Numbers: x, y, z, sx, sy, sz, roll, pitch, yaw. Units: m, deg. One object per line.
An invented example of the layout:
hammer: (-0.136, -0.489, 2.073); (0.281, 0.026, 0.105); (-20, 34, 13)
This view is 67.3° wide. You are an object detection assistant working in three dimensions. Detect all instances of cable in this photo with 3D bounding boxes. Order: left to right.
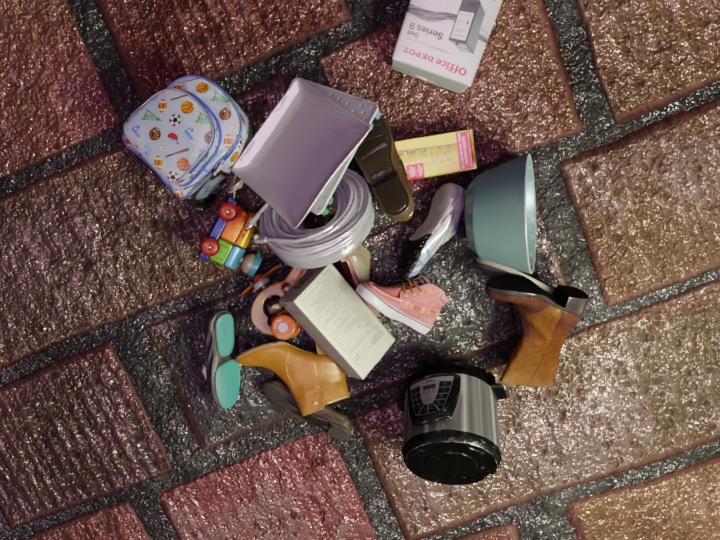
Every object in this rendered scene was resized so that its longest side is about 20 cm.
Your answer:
cable: (-0.074, -0.093, 0.934); (0.199, 0.069, 0.200); (19, 64, 28)

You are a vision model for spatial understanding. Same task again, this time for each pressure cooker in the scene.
pressure cooker: (0.162, 0.264, 0.988); (0.175, 0.200, 0.179); (18, 135, -7)

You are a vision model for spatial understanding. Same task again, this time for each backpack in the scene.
backpack: (-0.291, -0.236, 0.934); (0.190, 0.154, 0.200); (-44, 94, -1)

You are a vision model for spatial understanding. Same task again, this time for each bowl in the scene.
bowl: (0.241, -0.094, 0.929); (0.105, 0.201, 0.202); (-2, 101, 21)

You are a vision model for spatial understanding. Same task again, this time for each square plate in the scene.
square plate: (-0.099, -0.195, 0.889); (0.198, 0.028, 0.200); (42, 98, 31)

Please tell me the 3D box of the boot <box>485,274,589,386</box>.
boot: (0.287, 0.112, 0.969); (0.188, 0.069, 0.201); (7, 117, -15)

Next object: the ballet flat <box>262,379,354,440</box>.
ballet flat: (-0.101, 0.270, 1.074); (0.200, 0.046, 0.067); (28, 132, 2)

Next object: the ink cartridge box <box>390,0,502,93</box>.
ink cartridge box: (0.150, -0.422, 0.909); (0.145, 0.084, 0.201); (18, 101, -1)

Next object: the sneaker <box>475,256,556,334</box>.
sneaker: (0.287, 0.055, 1.000); (0.200, 0.075, 0.106); (27, 101, -4)

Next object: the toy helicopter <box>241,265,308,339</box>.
toy helicopter: (-0.141, 0.025, 1.023); (0.132, 0.079, 0.200); (31, 90, 5)

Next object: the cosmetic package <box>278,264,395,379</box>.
cosmetic package: (-0.040, 0.091, 0.983); (0.105, 0.071, 0.200); (-46, 110, -24)

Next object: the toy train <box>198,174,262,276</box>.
toy train: (-0.206, -0.094, 0.995); (0.115, 0.085, 0.200); (27, 92, -20)

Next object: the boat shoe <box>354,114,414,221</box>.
boat shoe: (0.037, -0.175, 0.920); (0.072, 0.068, 0.201); (-18, 78, 15)

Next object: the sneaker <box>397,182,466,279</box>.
sneaker: (0.135, -0.063, 0.989); (0.072, 0.072, 0.200); (22, 110, -29)

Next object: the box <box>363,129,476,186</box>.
box: (0.102, -0.200, 0.970); (0.199, 0.050, 0.076); (-8, 100, 3)

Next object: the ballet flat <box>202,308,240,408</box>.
ballet flat: (-0.275, 0.167, 1.050); (0.073, 0.073, 0.201); (0, 104, 2)

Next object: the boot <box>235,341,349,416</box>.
boot: (-0.129, 0.205, 1.026); (0.200, 0.071, 0.145); (-12, 76, -3)

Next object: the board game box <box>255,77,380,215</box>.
board game box: (-0.086, -0.213, 0.919); (0.200, 0.026, 0.200); (29, 91, 32)

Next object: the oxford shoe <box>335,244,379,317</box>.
oxford shoe: (0.000, 0.000, 1.004); (0.075, 0.070, 0.200); (-36, 115, -24)

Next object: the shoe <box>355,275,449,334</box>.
shoe: (0.081, 0.042, 0.974); (0.200, 0.071, 0.091); (30, 98, -42)
